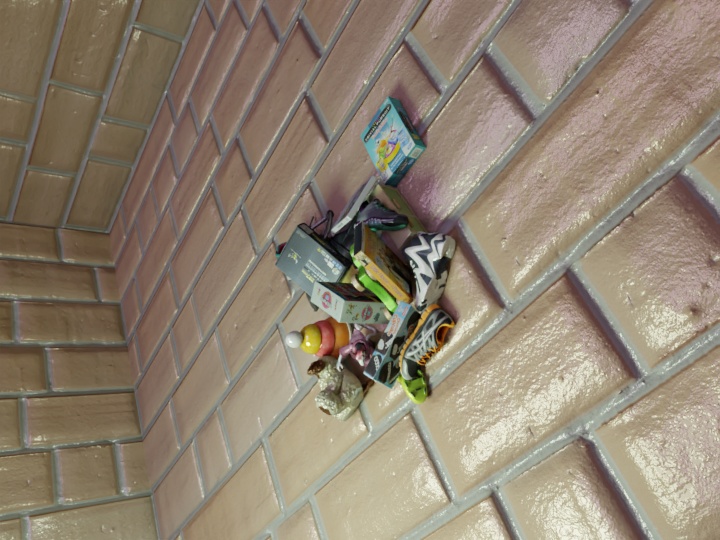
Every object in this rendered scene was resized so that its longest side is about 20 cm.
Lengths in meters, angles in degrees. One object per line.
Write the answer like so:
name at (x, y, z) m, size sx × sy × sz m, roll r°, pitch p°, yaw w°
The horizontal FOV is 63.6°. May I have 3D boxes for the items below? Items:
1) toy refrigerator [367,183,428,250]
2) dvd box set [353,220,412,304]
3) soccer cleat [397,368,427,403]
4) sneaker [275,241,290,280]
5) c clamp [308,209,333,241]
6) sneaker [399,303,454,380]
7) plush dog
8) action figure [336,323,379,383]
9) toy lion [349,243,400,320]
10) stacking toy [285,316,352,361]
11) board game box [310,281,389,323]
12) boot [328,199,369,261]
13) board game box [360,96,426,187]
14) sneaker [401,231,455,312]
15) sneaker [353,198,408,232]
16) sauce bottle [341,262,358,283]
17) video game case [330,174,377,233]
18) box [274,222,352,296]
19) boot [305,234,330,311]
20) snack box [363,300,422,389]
toy refrigerator at (0.103, -0.145, 1.572) m, size 0.070 × 0.075 × 0.201 m, roll -54°, pitch 47°, yaw 31°
dvd box set at (0.059, -0.019, 1.482) m, size 0.029 × 0.200 × 0.147 m, roll -36°, pitch 26°, yaw 22°
soccer cleat at (0.115, 0.270, 1.533) m, size 0.201 × 0.064 × 0.084 m, roll 56°, pitch 156°, yaw 33°
sneaker at (-0.228, -0.033, 1.896) m, size 0.200 × 0.083 × 0.123 m, roll 169°, pitch 78°, yaw -78°
c clamp at (-0.137, -0.131, 1.824) m, size 0.199 × 0.027 × 0.173 m, roll -23°, pitch 43°, yaw 55°
sneaker at (0.163, 0.186, 1.445) m, size 0.077 × 0.078 × 0.203 m, roll 30°, pitch 98°, yaw 35°
plush dog at (-0.068, 0.317, 1.669) m, size 0.160 × 0.200 × 0.172 m, roll -44°, pitch 66°, yaw -2°
action figure at (0.015, 0.216, 1.567) m, size 0.132 × 0.200 × 0.151 m, roll 16°, pitch 80°, yaw 8°
toy lion at (0.047, 0.014, 1.552) m, size 0.068 × 0.200 × 0.193 m, roll -38°, pitch 20°, yaw 19°
stacking toy at (-0.133, 0.201, 1.722) m, size 0.145 × 0.198 × 0.149 m, roll -8°, pitch 79°, yaw 49°
board game box at (-0.014, 0.087, 1.589) m, size 0.147 × 0.198 × 0.065 m, roll 30°, pitch 109°, yaw 47°
boot at (-0.010, -0.124, 1.713) m, size 0.170 × 0.076 × 0.200 m, roll -57°, pitch 19°, yaw 4°
board game box at (0.087, -0.364, 1.640) m, size 0.151 × 0.046 × 0.202 m, roll -49°, pitch 51°, yaw 35°
sneaker at (0.152, -0.007, 1.477) m, size 0.129 × 0.079 × 0.203 m, roll 25°, pitch 107°, yaw 41°
sneaker at (0.051, -0.151, 1.523) m, size 0.198 × 0.074 × 0.089 m, roll -1°, pitch 80°, yaw 51°
sauce bottle at (0.000, 0.000, 1.689) m, size 0.201 × 0.064 × 0.065 m, roll -59°, pitch 46°, yaw 30°
video game case at (-0.022, -0.185, 1.664) m, size 0.144 × 0.018 × 0.200 m, roll -59°, pitch 9°, yaw -15°
box at (-0.142, -0.019, 1.737) m, size 0.199 × 0.051 × 0.159 m, roll 40°, pitch 119°, yaw 9°
boot at (-0.137, 0.007, 1.860) m, size 0.174 × 0.068 × 0.203 m, roll -49°, pitch 43°, yaw 46°
snack box at (0.090, 0.188, 1.455) m, size 0.037 × 0.116 × 0.202 m, roll 23°, pitch 81°, yaw 34°
